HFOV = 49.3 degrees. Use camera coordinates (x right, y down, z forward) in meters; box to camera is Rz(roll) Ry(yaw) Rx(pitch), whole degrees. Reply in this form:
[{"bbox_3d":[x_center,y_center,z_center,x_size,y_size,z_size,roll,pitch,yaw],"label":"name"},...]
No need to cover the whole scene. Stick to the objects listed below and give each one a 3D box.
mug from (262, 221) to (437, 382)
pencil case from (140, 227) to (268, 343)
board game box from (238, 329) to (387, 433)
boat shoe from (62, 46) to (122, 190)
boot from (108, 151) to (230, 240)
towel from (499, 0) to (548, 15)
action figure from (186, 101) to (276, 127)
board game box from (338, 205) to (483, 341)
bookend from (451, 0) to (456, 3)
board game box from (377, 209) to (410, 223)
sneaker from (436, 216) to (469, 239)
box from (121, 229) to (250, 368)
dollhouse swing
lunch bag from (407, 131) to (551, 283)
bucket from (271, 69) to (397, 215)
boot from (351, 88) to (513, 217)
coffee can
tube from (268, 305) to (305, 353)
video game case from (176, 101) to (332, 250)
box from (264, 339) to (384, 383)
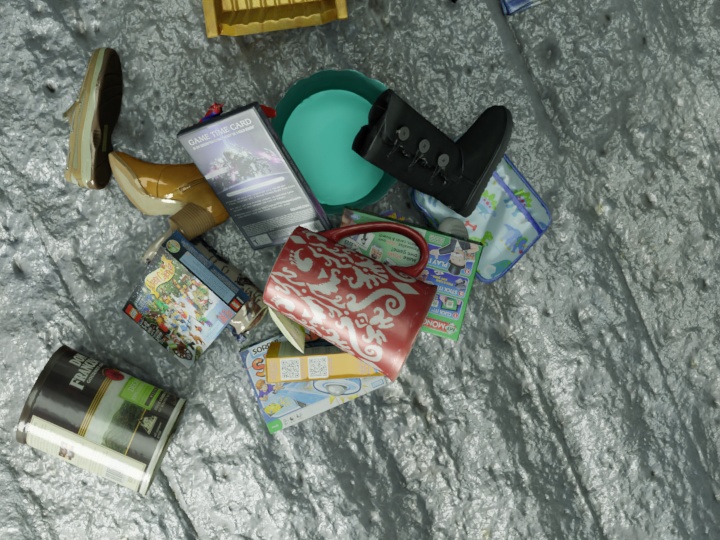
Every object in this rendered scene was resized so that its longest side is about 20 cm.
[{"bbox_3d":[-0.009,0.023,1.018,0.196,0.179,0.135,26,138,2],"label":"mug"},{"bbox_3d":[-0.229,0.017,1.164,0.199,0.078,0.090,40,108,-6],"label":"pencil case"},{"bbox_3d":[-0.072,0.147,1.208,0.196,0.034,0.138,-23,96,-1],"label":"board game box"},{"bbox_3d":[-0.400,-0.225,1.142,0.074,0.072,0.206,11,93,12],"label":"boat shoe"},{"bbox_3d":[-0.259,-0.136,1.151,0.200,0.072,0.143,40,59,18],"label":"boot"},{"bbox_3d":[0.284,-0.487,1.177,0.196,0.024,0.150,-22,95,-1],"label":"towel"},{"bbox_3d":[-0.192,-0.201,1.104,0.051,0.198,0.067,-2,97,-38],"label":"action figure"},{"bbox_3d":[0.056,0.004,1.069,0.195,0.029,0.138,15,102,1],"label":"board game box"},{"bbox_3d":[0.128,-0.539,1.120,0.199,0.092,0.200,41,94,1],"label":"bookend"},{"bbox_3d":[0.000,0.000,1.143,0.196,0.039,0.162,-20,70,23],"label":"board game box"},{"bbox_3d":[0.109,0.006,1.151,0.081,0.074,0.204,23,132,31],"label":"sneaker"},{"bbox_3d":[-0.254,0.048,1.121,0.136,0.200,0.038,41,48,-5],"label":"box"},{"bbox_3d":[-0.125,-0.441,1.092,0.194,0.183,0.180,-7,116,-2],"label":"dollhouse swing"},{"bbox_3d":[0.179,-0.100,1.179,0.160,0.082,0.201,-40,97,-2],"label":"lunch bag"},{"bbox_3d":[-0.035,-0.182,1.130,0.201,0.135,0.214,0,95,-4],"label":"bucket"},{"bbox_3d":[0.101,-0.187,1.056,0.197,0.065,0.168,25,86,-27],"label":"boot"},{"bbox_3d":[-0.372,0.218,1.141,0.196,0.146,0.149,25,94,-6],"label":"coffee can"},{"bbox_3d":[-0.100,0.064,1.116,0.056,0.200,0.053,11,97,-3],"label":"tube"},{"bbox_3d":[-0.141,-0.119,1.054,0.140,0.019,0.202,-10,125,33],"label":"video game case"},{"bbox_3d":[-0.037,0.126,1.130,0.194,0.119,0.043,-1,95,-3],"label":"box"}]
